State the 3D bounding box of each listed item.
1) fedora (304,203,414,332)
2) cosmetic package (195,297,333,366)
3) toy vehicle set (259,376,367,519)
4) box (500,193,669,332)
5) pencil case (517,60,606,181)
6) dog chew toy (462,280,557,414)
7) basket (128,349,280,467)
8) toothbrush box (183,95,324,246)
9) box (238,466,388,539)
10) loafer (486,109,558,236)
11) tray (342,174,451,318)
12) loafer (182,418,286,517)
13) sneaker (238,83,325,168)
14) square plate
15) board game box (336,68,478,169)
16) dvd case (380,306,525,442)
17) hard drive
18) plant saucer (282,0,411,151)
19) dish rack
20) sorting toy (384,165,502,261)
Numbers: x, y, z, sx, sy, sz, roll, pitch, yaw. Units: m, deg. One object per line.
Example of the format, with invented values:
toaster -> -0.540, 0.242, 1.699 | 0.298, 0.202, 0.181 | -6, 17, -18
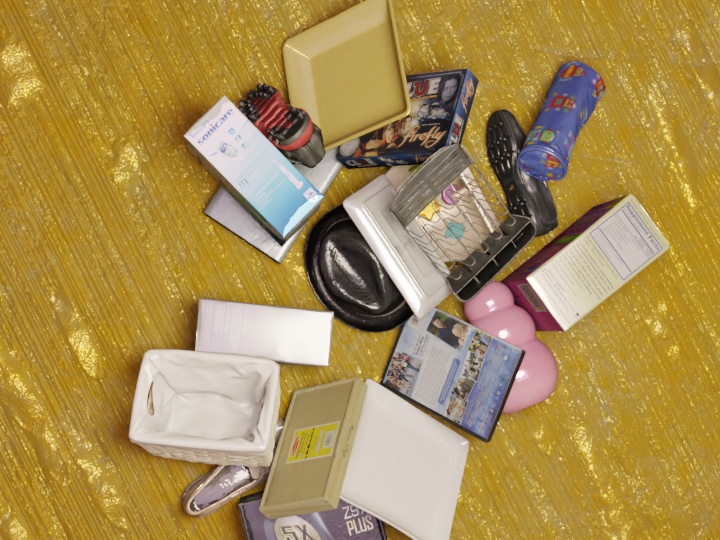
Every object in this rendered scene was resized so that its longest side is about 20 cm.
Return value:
fedora -> 0.000, 0.000, 1.685 | 0.198, 0.092, 0.204 | 2, 98, 14
cosmetic package -> -0.140, 0.091, 1.687 | 0.197, 0.107, 0.092 | 4, 86, -7
toy vehicle set -> -0.066, 0.251, 1.638 | 0.027, 0.123, 0.202 | 46, 44, -34
box -> 0.325, -0.008, 1.699 | 0.199, 0.176, 0.097 | -37, 91, -6
pencil case -> 0.302, -0.221, 1.729 | 0.077, 0.087, 0.201 | 15, 57, 22
dog chew toy -> 0.214, 0.107, 1.716 | 0.123, 0.125, 0.202 | -20, 81, -6
basket -> -0.212, 0.201, 1.638 | 0.197, 0.124, 0.137 | 4, 66, 6
toothbrush box -> -0.152, -0.138, 1.644 | 0.085, 0.146, 0.200 | -44, 92, -6
box -> -0.064, 0.389, 1.688 | 0.197, 0.086, 0.166 | -14, 88, -6
loafer -> 0.248, -0.149, 1.761 | 0.070, 0.068, 0.203 | -14, 83, -36
tray -> 0.064, -0.039, 1.658 | 0.107, 0.022, 0.201 | -36, 93, -42
loafer -> -0.175, 0.295, 1.694 | 0.199, 0.063, 0.072 | -38, 92, -6
sneaker -> -0.110, -0.204, 1.665 | 0.071, 0.200, 0.098 | -45, 128, -2
square plate -> 0.059, 0.287, 1.675 | 0.199, 0.028, 0.200 | 33, 48, -17
board game box -> 0.066, -0.219, 1.678 | 0.035, 0.198, 0.137 | 37, 62, -45
dvd case -> 0.131, 0.144, 1.687 | 0.199, 0.017, 0.144 | 25, 98, 31
hard drive -> -0.124, -0.132, 1.736 | 0.139, 0.033, 0.201 | 33, 84, -3
plant saucer -> -0.013, -0.278, 1.695 | 0.198, 0.048, 0.203 | -19, 69, 28
dish rack -> 0.138, -0.071, 1.607 | 0.153, 0.055, 0.200 | -44, 124, -3
sorting toy -> 0.097, -0.092, 1.728 | 0.179, 0.107, 0.202 | -28, 94, 3
